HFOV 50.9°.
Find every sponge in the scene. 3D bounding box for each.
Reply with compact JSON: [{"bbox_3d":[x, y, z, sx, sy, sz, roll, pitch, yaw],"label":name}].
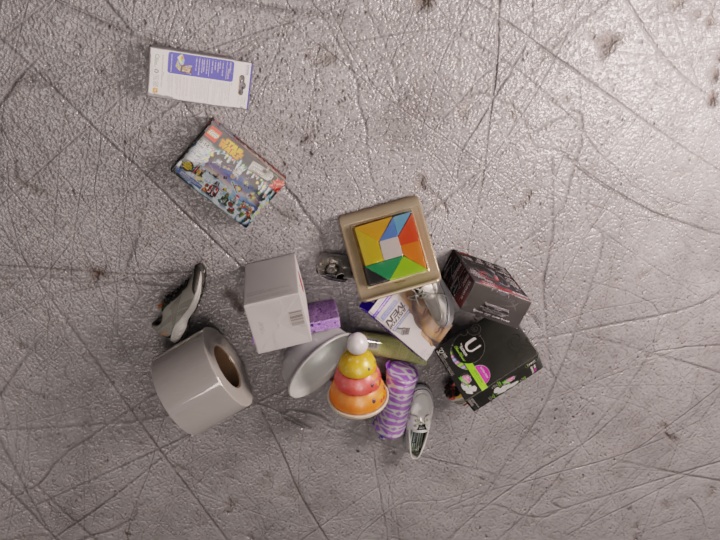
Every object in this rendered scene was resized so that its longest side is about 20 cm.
[{"bbox_3d":[-0.149,0.113,1.705,0.199,0.112,0.030,-10,112,-4],"label":"sponge"}]

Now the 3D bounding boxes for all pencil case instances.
[{"bbox_3d":[0.085,0.318,1.855,0.085,0.084,0.201,26,121,23],"label":"pencil case"}]

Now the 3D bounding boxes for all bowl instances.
[{"bbox_3d":[-0.113,0.190,1.739,0.201,0.090,0.201,-37,157,-19],"label":"bowl"}]

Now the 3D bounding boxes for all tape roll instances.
[{"bbox_3d":[-0.352,0.246,1.689,0.139,0.203,0.203,-30,116,6],"label":"tape roll"}]

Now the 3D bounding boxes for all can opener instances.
[{"bbox_3d":[0.000,0.000,1.693,0.199,0.067,0.054,7,73,1],"label":"can opener"}]

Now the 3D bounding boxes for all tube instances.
[{"bbox_3d":[0.080,0.184,1.815,0.199,0.052,0.058,10,156,-19],"label":"tube"}]

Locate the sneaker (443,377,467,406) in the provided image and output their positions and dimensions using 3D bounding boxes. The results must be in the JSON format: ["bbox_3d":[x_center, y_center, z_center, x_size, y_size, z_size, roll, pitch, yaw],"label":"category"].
[{"bbox_3d":[0.304,0.263,1.879,0.200,0.078,0.082,-35,131,12],"label":"sneaker"}]

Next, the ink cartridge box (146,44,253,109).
[{"bbox_3d":[-0.314,-0.378,1.483,0.199,0.037,0.095,7,114,-9],"label":"ink cartridge box"}]

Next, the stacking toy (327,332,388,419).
[{"bbox_3d":[-0.008,0.228,1.736,0.145,0.146,0.201,-6,126,-6],"label":"stacking toy"}]

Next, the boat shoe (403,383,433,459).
[{"bbox_3d":[0.151,0.385,1.909,0.073,0.067,0.201,-3,116,-8],"label":"boat shoe"}]

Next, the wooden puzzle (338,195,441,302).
[{"bbox_3d":[0.063,-0.049,1.643,0.184,0.037,0.201,-16,83,0],"label":"wooden puzzle"}]

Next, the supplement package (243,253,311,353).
[{"bbox_3d":[-0.179,0.066,1.628,0.119,0.200,0.122,-14,117,-1],"label":"supplement package"}]

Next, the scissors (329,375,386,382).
[{"bbox_3d":[0.020,0.268,1.864,0.199,0.014,0.073,18,109,-18],"label":"scissors"}]

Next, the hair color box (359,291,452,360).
[{"bbox_3d":[0.106,0.105,1.752,0.200,0.065,0.109,41,84,-25],"label":"hair color box"}]

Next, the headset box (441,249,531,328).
[{"bbox_3d":[0.279,0.043,1.687,0.148,0.200,0.075,19,110,-18],"label":"headset box"}]

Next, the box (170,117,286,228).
[{"bbox_3d":[-0.272,-0.200,1.574,0.200,0.040,0.137,38,104,-23],"label":"box"}]

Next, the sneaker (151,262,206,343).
[{"bbox_3d":[-0.397,0.069,1.669,0.079,0.074,0.201,26,110,-14],"label":"sneaker"}]

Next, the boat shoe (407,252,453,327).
[{"bbox_3d":[0.142,0.036,1.685,0.086,0.074,0.203,-17,92,-35],"label":"boat shoe"}]

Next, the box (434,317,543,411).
[{"bbox_3d":[0.302,0.206,1.772,0.199,0.149,0.124,-32,153,3],"label":"box"}]
